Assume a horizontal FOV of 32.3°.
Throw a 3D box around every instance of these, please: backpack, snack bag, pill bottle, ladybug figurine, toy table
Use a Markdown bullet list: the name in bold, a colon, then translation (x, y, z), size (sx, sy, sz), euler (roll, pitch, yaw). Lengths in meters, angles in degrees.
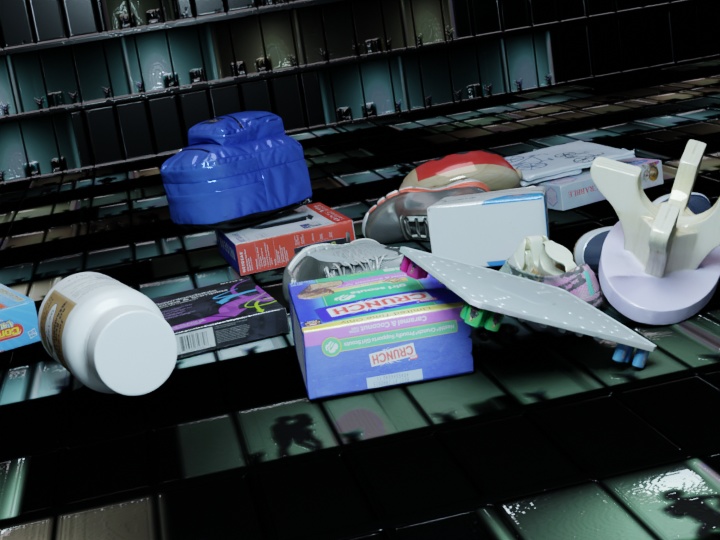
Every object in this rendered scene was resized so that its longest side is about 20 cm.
- **backpack**: translation (-0.206, -0.149, 1.895), size (0.199, 0.169, 0.162), euler (-24, 13, -35)
- **snack bag**: translation (0.313, -0.174, 1.997), size (0.199, 0.022, 0.188), euler (-14, 15, -15)
- **pill bottle**: translation (-0.272, 0.071, 1.344), size (0.114, 0.115, 0.200), euler (-15, 15, -25)
- **ladybug figurine**: translation (0.148, -0.133, 1.902), size (0.199, 0.072, 0.136), euler (-12, -21, 3)
- **toy table**: translation (0.325, -0.047, 1.309), size (0.183, 0.118, 0.201), euler (10, 39, 7)

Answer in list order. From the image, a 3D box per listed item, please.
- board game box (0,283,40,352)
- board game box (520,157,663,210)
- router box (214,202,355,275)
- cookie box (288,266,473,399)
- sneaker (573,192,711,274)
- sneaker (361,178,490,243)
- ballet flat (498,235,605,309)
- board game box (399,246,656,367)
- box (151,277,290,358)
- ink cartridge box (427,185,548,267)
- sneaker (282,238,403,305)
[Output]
- **board game box**: translation (-0.543, 0.076, 1.628), size (0.195, 0.056, 0.200), euler (-16, 15, -28)
- **board game box**: translation (0.344, -0.145, 1.992), size (0.199, 0.041, 0.199), euler (-16, 15, -25)
- **router box**: translation (-0.117, -0.050, 1.886), size (0.178, 0.049, 0.200), euler (-12, 14, -14)
- **cookie box**: translation (0.016, 0.057, 1.295), size (0.170, 0.076, 0.200), euler (-9, 14, -6)
- **sneaker**: translation (0.363, -0.040, 1.479), size (0.199, 0.071, 0.108), euler (-22, 12, -21)
- **sneaker**: translation (0.098, -0.077, 1.812), size (0.199, 0.077, 0.082), euler (-18, 33, 5)
- **ballet flat**: translation (0.212, -0.002, 1.421), size (0.069, 0.072, 0.200), euler (-14, 14, -19)
- **board game box**: translation (0.154, 0.034, 1.204), size (0.199, 0.026, 0.200), euler (14, 11, -21)
- **box**: translation (-0.181, 0.055, 1.523), size (0.142, 0.036, 0.200), euler (-13, 13, -16)
- **ink cartridge box**: translation (0.170, -0.056, 1.601), size (0.145, 0.085, 0.200), euler (-6, 5, 11)
- **sneaker**: translation (0.000, 0.000, 1.554), size (0.115, 0.076, 0.200), euler (5, 18, 38)
